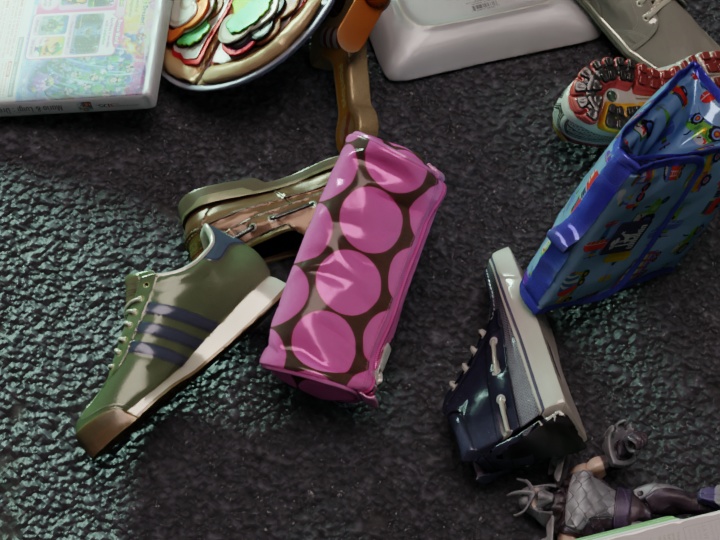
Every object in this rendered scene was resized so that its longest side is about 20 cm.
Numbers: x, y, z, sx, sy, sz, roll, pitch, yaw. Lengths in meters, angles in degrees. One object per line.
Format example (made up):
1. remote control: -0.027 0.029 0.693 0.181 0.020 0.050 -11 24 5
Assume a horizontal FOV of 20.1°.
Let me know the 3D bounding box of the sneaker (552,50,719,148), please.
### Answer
1. sneaker: 0.247 -0.134 1.662 0.199 0.082 0.078 3 73 -22

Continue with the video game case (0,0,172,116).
1. video game case: -0.246 -0.213 1.691 0.181 0.024 0.201 -2 55 10

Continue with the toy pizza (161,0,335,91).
1. toy pizza: -0.097 -0.236 1.671 0.199 0.032 0.201 -20 49 25

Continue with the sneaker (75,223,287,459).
1. sneaker: -0.151 0.045 1.505 0.200 0.067 0.090 -41 86 -22

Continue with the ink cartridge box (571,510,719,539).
1. ink cartridge box: 0.231 0.238 1.389 0.199 0.048 0.147 -13 85 -8

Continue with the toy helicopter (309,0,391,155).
1. toy helicopter: -0.004 -0.186 1.653 0.078 0.132 0.201 6 67 -29

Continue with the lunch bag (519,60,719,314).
1. lunch bag: 0.195 -0.054 1.512 0.094 0.151 0.200 45 38 16

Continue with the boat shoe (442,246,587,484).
1. boat shoe: 0.099 0.069 1.523 0.092 0.075 0.201 -25 40 10

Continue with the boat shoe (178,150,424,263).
1. boat shoe: -0.040 -0.039 1.590 0.199 0.072 0.068 -15 63 -2

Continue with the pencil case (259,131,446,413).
1. pencil case: 0.000 0.000 1.512 0.093 0.091 0.201 14 78 24

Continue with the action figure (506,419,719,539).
1. action figure: 0.204 0.175 1.461 0.199 0.069 0.131 9 68 7

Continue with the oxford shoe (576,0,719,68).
1. oxford shoe: 0.235 -0.229 1.720 0.200 0.058 0.075 45 54 6

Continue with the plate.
1. plate: 0.088 -0.265 1.764 0.198 0.032 0.201 -13 58 -12
